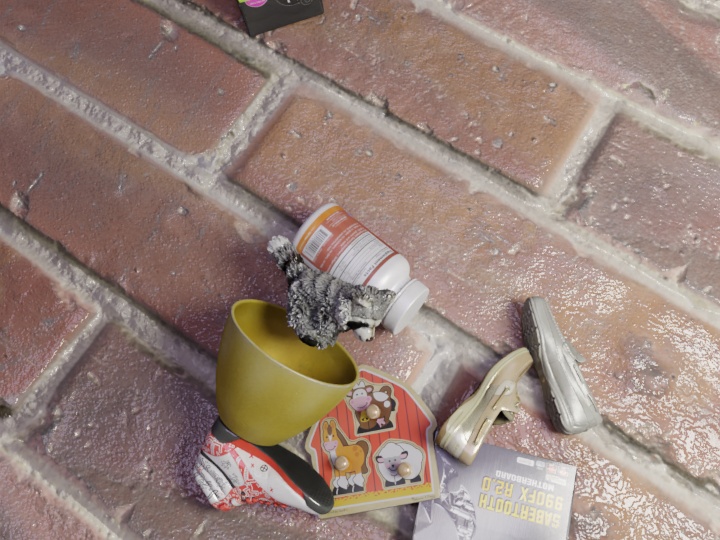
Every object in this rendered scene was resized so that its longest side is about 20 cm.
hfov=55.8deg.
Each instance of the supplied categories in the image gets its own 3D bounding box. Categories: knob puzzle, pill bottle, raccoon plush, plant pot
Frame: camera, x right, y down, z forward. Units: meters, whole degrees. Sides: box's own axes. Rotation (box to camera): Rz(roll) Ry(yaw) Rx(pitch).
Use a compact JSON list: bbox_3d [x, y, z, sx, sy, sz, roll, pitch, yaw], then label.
[{"bbox_3d":[0.010,0.228,0.951,0.217,0.030,0.222,-8,66,17],"label":"knob puzzle"},{"bbox_3d":[0.000,0.000,1.010,0.200,0.112,0.112,39,78,14],"label":"pill bottle"},{"bbox_3d":[-0.047,0.014,0.919,0.201,0.134,0.097,52,37,2],"label":"raccoon plush"},{"bbox_3d":[-0.120,0.155,0.941,0.199,0.200,0.143,34,103,14],"label":"plant pot"}]

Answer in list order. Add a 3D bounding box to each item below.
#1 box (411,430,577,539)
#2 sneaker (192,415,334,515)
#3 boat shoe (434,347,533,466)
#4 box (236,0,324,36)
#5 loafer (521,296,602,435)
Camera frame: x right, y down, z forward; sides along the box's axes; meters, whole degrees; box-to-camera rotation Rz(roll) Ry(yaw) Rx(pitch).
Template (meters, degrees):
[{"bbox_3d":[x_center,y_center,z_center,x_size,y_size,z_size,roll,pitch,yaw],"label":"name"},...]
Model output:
[{"bbox_3d":[0.179,0.321,0.923,0.198,0.048,0.160,13,72,8],"label":"box"},{"bbox_3d":[-0.138,0.296,0.936,0.200,0.067,0.108,33,103,10],"label":"sneaker"},{"bbox_3d":[0.186,0.185,0.936,0.065,0.073,0.200,36,55,24],"label":"boat shoe"},{"bbox_3d":[-0.163,-0.548,1.198,0.147,0.124,0.202,-17,72,-1],"label":"box"},{"bbox_3d":[0.286,0.131,0.974,0.069,0.070,0.202,-13,77,-8],"label":"loafer"}]
